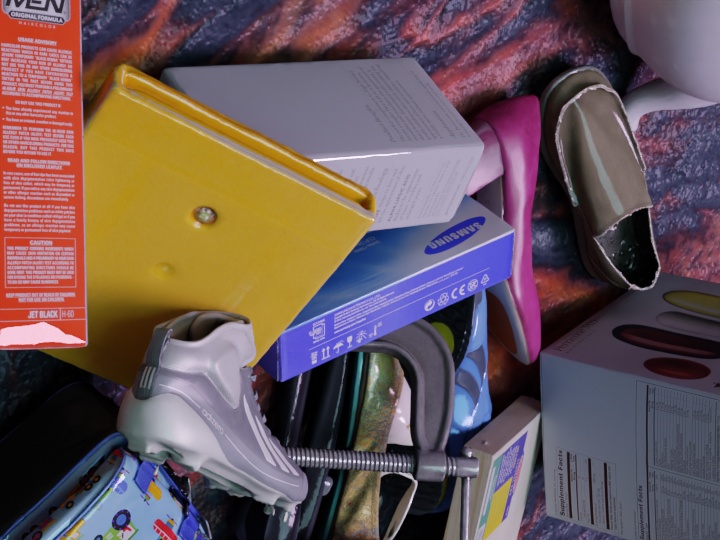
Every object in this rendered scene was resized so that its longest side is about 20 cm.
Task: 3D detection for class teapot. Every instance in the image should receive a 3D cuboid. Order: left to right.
[{"bbox_3d":[0.246,-0.222,1.174,0.197,0.145,0.201,38,62,-67],"label":"teapot"}]

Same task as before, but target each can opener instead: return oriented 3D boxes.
[{"bbox_3d":[-0.040,0.120,1.125,0.063,0.078,0.201,18,85,-31],"label":"can opener"}]

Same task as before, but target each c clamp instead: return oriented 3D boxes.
[{"bbox_3d":[-0.011,0.104,1.080,0.199,0.027,0.172,10,76,-7],"label":"c clamp"}]

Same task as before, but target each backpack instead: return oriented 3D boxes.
[{"bbox_3d":[-0.173,0.199,1.006,0.182,0.134,0.200,-42,128,-17],"label":"backpack"}]

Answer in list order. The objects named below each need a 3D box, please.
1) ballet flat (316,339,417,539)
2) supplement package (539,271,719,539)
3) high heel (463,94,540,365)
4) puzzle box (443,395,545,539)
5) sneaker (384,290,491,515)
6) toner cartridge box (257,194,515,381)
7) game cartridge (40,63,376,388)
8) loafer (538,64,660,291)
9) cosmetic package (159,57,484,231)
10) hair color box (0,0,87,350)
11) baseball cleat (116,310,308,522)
[{"bbox_3d":[0.013,0.133,1.159,0.070,0.071,0.201,-1,109,-37],"label":"ballet flat"},{"bbox_3d":[0.274,0.113,1.239,0.191,0.199,0.148,-29,122,-46],"label":"supplement package"},{"bbox_3d":[0.123,-0.028,1.191,0.096,0.067,0.201,-32,122,-22],"label":"high heel"},{"bbox_3d":[0.093,0.206,1.225,0.133,0.025,0.201,-25,130,-63],"label":"puzzle box"},{"bbox_3d":[0.067,0.083,1.197,0.078,0.066,0.201,-10,110,-53],"label":"sneaker"},{"bbox_3d":[0.000,0.000,1.086,0.199,0.095,0.043,-24,133,-30],"label":"toner cartridge box"},{"bbox_3d":[-0.116,-0.009,0.948,0.176,0.033,0.200,26,126,-23],"label":"game cartridge"},{"bbox_3d":[0.194,-0.066,1.221,0.075,0.070,0.201,-31,123,-8],"label":"loafer"},{"bbox_3d":[-0.030,-0.079,1.028,0.199,0.102,0.074,-8,137,-33],"label":"cosmetic package"},{"bbox_3d":[-0.202,-0.057,0.877,0.061,0.101,0.201,1,87,-44],"label":"hair color box"},{"bbox_3d":[-0.074,0.086,0.968,0.200,0.069,0.107,43,62,-64],"label":"baseball cleat"}]
